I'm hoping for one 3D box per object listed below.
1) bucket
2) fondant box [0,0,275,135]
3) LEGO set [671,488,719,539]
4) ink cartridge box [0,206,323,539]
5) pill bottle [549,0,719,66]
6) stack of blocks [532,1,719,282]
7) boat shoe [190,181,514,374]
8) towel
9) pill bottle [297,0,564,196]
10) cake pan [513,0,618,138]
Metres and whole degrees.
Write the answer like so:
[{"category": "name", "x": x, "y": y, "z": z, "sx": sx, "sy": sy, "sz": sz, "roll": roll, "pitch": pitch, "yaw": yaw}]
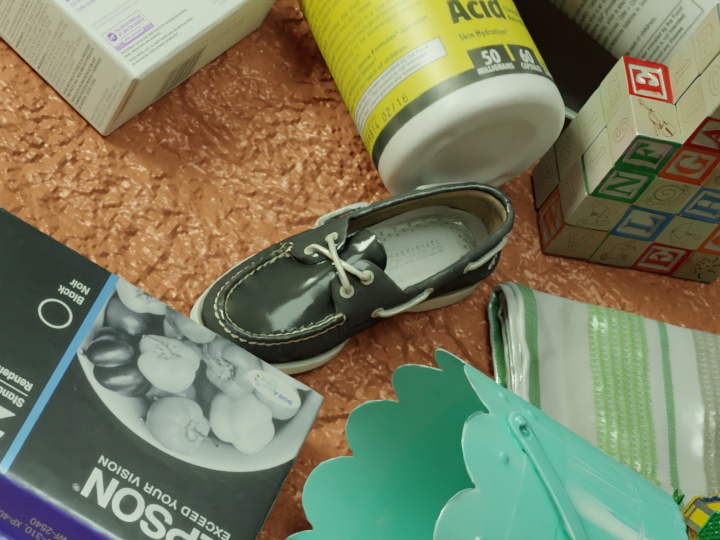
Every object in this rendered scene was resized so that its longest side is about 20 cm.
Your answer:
[{"category": "bucket", "x": 0.050, "y": 0.155, "z": 1.305, "sx": 0.135, "sy": 0.207, "sz": 0.208, "roll": 27, "pitch": 48, "yaw": -16}, {"category": "fondant box", "x": -0.157, "y": -0.188, "z": 1.537, "sx": 0.200, "sy": 0.058, "sz": 0.144, "roll": 45, "pitch": 49, "yaw": 7}, {"category": "LEGO set", "x": 0.257, "y": 0.135, "z": 1.482, "sx": 0.200, "sy": 0.116, "sz": 0.154, "roll": 29, "pitch": 92, "yaw": -12}, {"category": "ink cartridge box", "x": -0.140, "y": 0.090, "z": 1.353, "sx": 0.198, "sy": 0.043, "sz": 0.200, "roll": 31, "pitch": 49, "yaw": -5}, {"category": "pill bottle", "x": 0.159, "y": -0.189, "z": 1.617, "sx": 0.200, "sy": 0.113, "sz": 0.113, "roll": 41, "pitch": 48, "yaw": 5}, {"category": "stack of blocks", "x": 0.192, "y": -0.078, "z": 1.546, "sx": 0.115, "sy": 0.200, "sz": 0.059, "roll": 11, "pitch": 53, "yaw": -22}, {"category": "boat shoe", "x": 0.000, "y": 0.000, "z": 1.480, "sx": 0.200, "sy": 0.060, "sz": 0.074, "roll": -15, "pitch": 66, "yaw": -35}, {"category": "towel", "x": 0.168, "y": 0.084, "z": 1.529, "sx": 0.199, "sy": 0.031, "sz": 0.150, "roll": 12, "pitch": 53, "yaw": -20}, {"category": "pill bottle", "x": 0.028, "y": -0.145, "z": 1.568, "sx": 0.111, "sy": 0.111, "sz": 0.200, "roll": -9, "pitch": 61, "yaw": -33}, {"category": "cake pan", "x": 0.144, "y": -0.148, "z": 1.681, "sx": 0.200, "sy": 0.037, "sz": 0.201, "roll": 14, "pitch": 51, "yaw": -19}]
